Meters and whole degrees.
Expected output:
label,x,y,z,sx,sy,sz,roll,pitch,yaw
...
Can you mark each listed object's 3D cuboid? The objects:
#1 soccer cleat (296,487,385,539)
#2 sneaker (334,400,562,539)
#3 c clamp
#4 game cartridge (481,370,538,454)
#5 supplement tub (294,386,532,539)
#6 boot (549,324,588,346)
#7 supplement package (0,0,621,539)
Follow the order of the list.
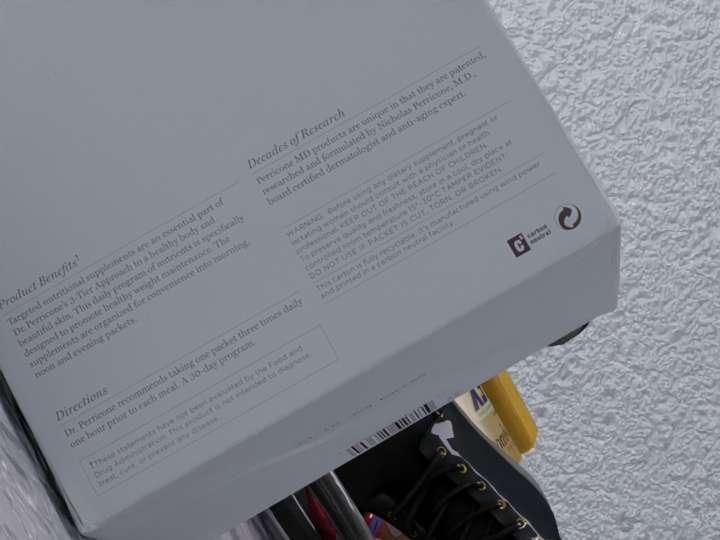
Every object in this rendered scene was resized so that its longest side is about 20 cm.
label,x,y,z,sx,sy,sz,roll,pitch,yaw
soccer cleat,-0.012,0.058,1.124,0.076,0.067,0.200,117,-30,-82
sneaker,0.044,0.115,1.035,0.200,0.075,0.106,34,10,-29
c clamp,-0.017,0.137,1.030,0.171,0.027,0.200,57,-14,11
game cartridge,-0.002,0.059,1.334,0.200,0.176,0.032,59,27,-19
supplement tub,0.018,0.115,1.237,0.200,0.144,0.144,60,0,-1
boot,0.053,-0.008,1.219,0.200,0.068,0.131,49,31,-9
supplement package,-0.042,-0.037,0.686,0.200,0.191,0.147,61,-1,13
